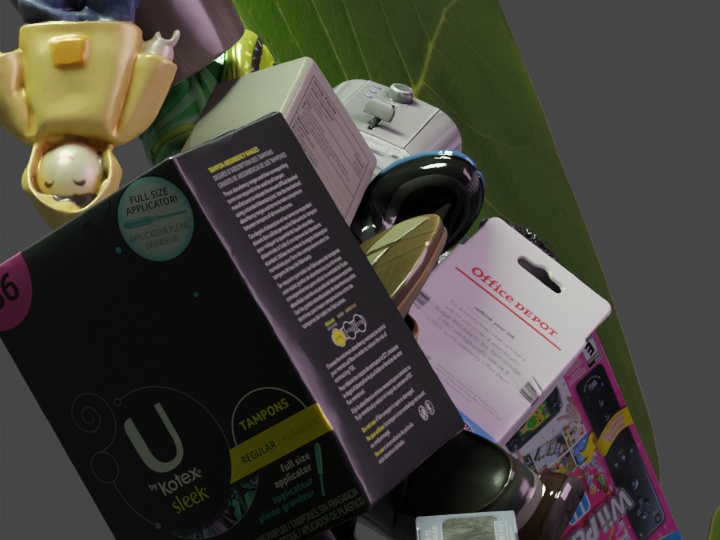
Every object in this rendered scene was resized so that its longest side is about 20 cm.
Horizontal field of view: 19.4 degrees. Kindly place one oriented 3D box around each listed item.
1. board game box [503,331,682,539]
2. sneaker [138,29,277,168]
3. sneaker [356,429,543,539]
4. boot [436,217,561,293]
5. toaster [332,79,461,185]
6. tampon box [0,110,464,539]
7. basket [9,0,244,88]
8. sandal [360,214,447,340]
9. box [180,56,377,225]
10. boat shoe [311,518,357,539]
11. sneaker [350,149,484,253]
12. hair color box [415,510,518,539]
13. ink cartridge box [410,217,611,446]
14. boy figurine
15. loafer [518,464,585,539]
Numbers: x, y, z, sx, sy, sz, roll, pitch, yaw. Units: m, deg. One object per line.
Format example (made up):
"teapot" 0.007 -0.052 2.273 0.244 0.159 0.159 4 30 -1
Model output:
"board game box" 0.144 0.158 1.566 0.148 0.064 0.200 -38 114 -34
"sneaker" -0.105 -0.072 1.390 0.074 0.084 0.200 52 36 -35
"sneaker" 0.012 0.107 1.274 0.075 0.200 0.106 -54 127 -25
"boot" 0.108 0.072 1.624 0.198 0.162 0.073 52 -25 -17
"toaster" -0.012 -0.030 1.452 0.114 0.200 0.129 24 18 9
"tampon box" -0.073 0.045 1.102 0.200 0.150 0.126 59 28 -1
"basket" -0.170 -0.209 1.328 0.200 0.136 0.180 61 33 -15
"sandal" 0.002 0.051 1.244 0.054 0.080 0.200 47 49 -34
"box" -0.068 -0.028 1.277 0.095 0.078 0.200 56 38 -30
"boat shoe" -0.026 0.147 1.225 0.200 0.057 0.069 62 9 32
"sneaker" -0.001 0.000 1.339 0.071 0.200 0.083 50 12 -22
"hair color box" 0.068 0.249 1.220 0.099 0.061 0.200 -91 176 -59
"ink cartridge box" 0.072 0.064 1.455 0.116 0.067 0.200 39 50 10
"boy figurine" -0.168 -0.115 1.213 0.064 0.124 0.200 122 -27 -79
"loafer" 0.088 0.179 1.431 0.071 0.200 0.073 32 60 -1
